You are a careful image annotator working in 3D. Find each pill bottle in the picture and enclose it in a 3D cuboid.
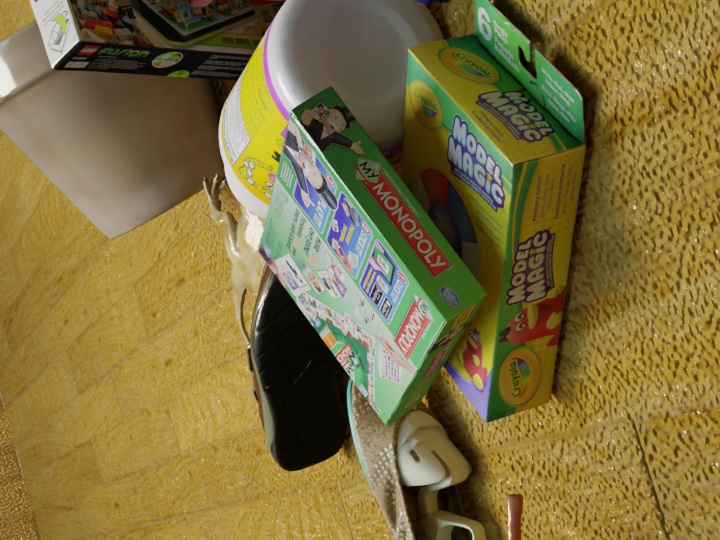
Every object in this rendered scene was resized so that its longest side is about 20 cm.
[{"bbox_3d":[-0.025,-0.093,1.002,0.200,0.104,0.105,137,117,-68],"label":"pill bottle"}]

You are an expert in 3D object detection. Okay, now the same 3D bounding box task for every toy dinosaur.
[{"bbox_3d":[-0.083,-0.021,1.244,0.200,0.058,0.102,118,145,-50],"label":"toy dinosaur"}]

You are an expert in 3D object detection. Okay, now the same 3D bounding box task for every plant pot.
[{"bbox_3d":[-0.193,-0.129,1.339,0.174,0.199,0.200,60,161,-9],"label":"plant pot"}]

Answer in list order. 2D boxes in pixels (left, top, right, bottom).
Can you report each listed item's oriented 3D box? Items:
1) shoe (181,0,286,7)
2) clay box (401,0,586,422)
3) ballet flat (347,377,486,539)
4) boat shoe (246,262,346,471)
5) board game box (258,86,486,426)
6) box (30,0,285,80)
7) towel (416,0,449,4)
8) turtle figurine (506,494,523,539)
[{"bbox_3d":[-0.052,-0.222,0.993,0.072,0.090,0.200,69,155,19],"label":"shoe"},{"bbox_3d":[0.065,-0.033,0.887,0.115,0.047,0.201,-127,29,-44],"label":"clay box"},{"bbox_3d":[0.048,0.150,1.057,0.065,0.070,0.201,-18,90,42],"label":"ballet flat"},{"bbox_3d":[-0.053,0.056,1.221,0.074,0.075,0.201,-122,27,-46],"label":"boat shoe"},{"bbox_3d":[0.000,0.000,0.920,0.135,0.029,0.200,53,162,11],"label":"board game box"},{"bbox_3d":[-0.125,-0.179,1.079,0.035,0.199,0.111,-33,70,39],"label":"box"},{"bbox_3d":[0.036,-0.242,0.831,0.148,0.049,0.201,172,84,-77],"label":"towel"},{"bbox_3d":[0.112,0.207,0.902,0.201,0.064,0.161,66,167,0],"label":"turtle figurine"}]
